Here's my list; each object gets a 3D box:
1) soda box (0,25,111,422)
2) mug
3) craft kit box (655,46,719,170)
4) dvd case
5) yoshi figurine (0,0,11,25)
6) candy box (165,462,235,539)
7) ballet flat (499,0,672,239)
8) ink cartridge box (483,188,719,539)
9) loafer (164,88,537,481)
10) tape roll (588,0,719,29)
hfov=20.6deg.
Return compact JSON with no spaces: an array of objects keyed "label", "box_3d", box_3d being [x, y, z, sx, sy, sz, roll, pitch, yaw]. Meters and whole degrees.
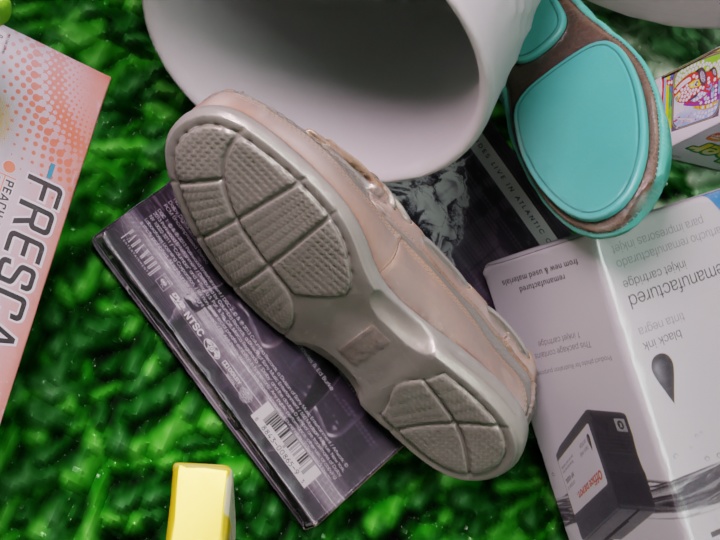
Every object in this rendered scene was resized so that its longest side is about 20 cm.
[{"label":"soda box","box_3d":[-0.158,0.006,0.732,0.068,0.064,0.200,25,62,-23]},{"label":"mug","box_3d":[-0.013,-0.155,0.830,0.200,0.148,0.176,16,53,13]},{"label":"craft kit box","box_3d":[0.275,-0.085,0.944,0.200,0.197,0.049,10,72,-28]},{"label":"dvd case","box_3d":[-0.001,-0.006,0.860,0.200,0.016,0.149,-39,96,-34]},{"label":"yoshi figurine","box_3d":[-0.180,-0.123,0.698,0.200,0.112,0.112,-43,129,-7]},{"label":"candy box","box_3d":[-0.066,0.179,0.710,0.026,0.102,0.200,5,69,1]},{"label":"ballet flat","box_3d":[0.094,-0.077,0.870,0.070,0.067,0.200,42,17,-45]},{"label":"ink cartridge box","box_3d":[0.159,0.068,0.880,0.145,0.084,0.200,-17,89,-34]},{"label":"loafer","box_3d":[0.000,0.000,0.816,0.200,0.072,0.063,48,40,-16]},{"label":"tape roll","box_3d":[0.145,-0.202,0.899,0.202,0.202,0.071,35,59,-17]}]
